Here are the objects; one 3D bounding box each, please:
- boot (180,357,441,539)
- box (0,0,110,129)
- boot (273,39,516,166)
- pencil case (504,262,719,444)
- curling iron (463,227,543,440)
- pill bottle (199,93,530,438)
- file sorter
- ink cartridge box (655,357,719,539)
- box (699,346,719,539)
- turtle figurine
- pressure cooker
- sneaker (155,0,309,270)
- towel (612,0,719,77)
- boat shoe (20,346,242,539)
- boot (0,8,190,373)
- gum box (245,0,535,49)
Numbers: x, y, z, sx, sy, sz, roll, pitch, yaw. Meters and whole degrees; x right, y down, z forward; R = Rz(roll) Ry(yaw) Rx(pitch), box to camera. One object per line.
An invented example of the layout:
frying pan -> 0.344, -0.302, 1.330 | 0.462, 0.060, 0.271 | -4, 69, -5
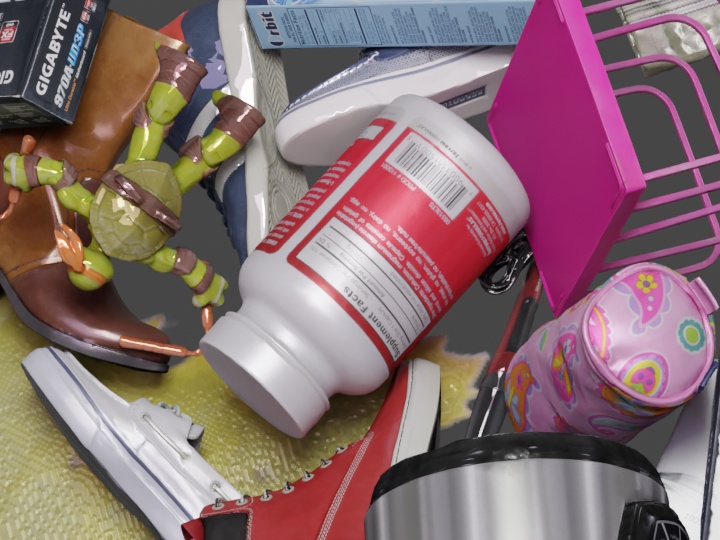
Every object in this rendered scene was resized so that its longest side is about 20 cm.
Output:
boot -> -0.028, 0.127, 1.685 | 0.143, 0.073, 0.201 | 6, 47, 11
box -> -0.232, -0.169, 1.780 | 0.199, 0.046, 0.160 | 1, 69, 48
boot -> 0.028, -0.136, 1.784 | 0.199, 0.073, 0.091 | -18, 66, -14
pencil case -> 0.145, 0.055, 1.643 | 0.087, 0.200, 0.088 | 3, 75, -12
curling iron -> 0.077, 0.063, 1.741 | 0.049, 0.026, 0.201 | 11, 74, 7
pill bottle -> 0.000, 0.000, 1.700 | 0.112, 0.112, 0.200 | 39, 77, 16
file sorter -> 0.169, -0.084, 1.677 | 0.125, 0.200, 0.140 | -14, 71, -13
ink cartridge box -> 0.230, 0.172, 1.661 | 0.146, 0.083, 0.201 | 24, 78, 13
box -> 0.252, 0.094, 1.533 | 0.122, 0.199, 0.201 | 6, 73, 11
turtle figurine -> -0.138, -0.052, 1.689 | 0.199, 0.064, 0.162 | 35, 81, -15
pressure cooker -> 0.091, 0.206, 1.530 | 0.175, 0.179, 0.201 | 5, 65, -15
sneaker -> -0.087, -0.071, 1.785 | 0.084, 0.075, 0.202 | -14, 74, 21
towel -> 0.239, -0.236, 1.815 | 0.199, 0.035, 0.194 | -18, 75, -1
boat shoe -> -0.124, 0.115, 1.733 | 0.067, 0.074, 0.200 | -39, 84, -12
boot -> -0.157, -0.054, 1.769 | 0.188, 0.068, 0.201 | 31, 92, 27
gum box -> 0.043, -0.215, 1.773 | 0.198, 0.045, 0.171 | 0, 52, 18
